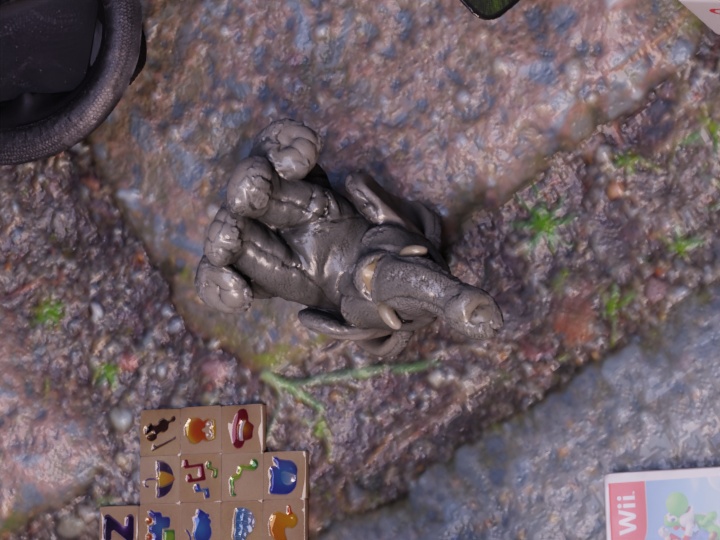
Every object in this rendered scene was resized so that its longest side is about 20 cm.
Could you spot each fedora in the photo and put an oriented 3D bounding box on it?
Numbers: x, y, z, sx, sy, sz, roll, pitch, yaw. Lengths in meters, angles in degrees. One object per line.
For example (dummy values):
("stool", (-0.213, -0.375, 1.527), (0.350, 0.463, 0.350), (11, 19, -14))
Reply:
("fedora", (-0.227, -0.159, 1.886), (0.199, 0.091, 0.202), (-4, 81, 25))

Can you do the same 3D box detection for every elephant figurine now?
("elephant figurine", (0.000, 0.000, 1.740), (0.199, 0.156, 0.142), (23, 130, 2))

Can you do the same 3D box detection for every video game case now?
("video game case", (0.250, 0.193, 1.642), (0.199, 0.017, 0.144), (-6, 80, 26))

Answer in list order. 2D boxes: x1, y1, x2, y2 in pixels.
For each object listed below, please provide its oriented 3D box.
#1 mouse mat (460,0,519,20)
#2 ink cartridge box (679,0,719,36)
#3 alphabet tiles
("mouse mat", (0.071, -0.281, 1.735), (0.161, 0.008, 0.200), (-42, 86, -15))
("ink cartridge box", (0.288, -0.173, 1.573), (0.144, 0.200, 0.084), (3, 81, 27))
("alphabet tiles", (-0.110, 0.195, 1.825), (0.166, 0.008, 0.202), (-4, 80, 26))
